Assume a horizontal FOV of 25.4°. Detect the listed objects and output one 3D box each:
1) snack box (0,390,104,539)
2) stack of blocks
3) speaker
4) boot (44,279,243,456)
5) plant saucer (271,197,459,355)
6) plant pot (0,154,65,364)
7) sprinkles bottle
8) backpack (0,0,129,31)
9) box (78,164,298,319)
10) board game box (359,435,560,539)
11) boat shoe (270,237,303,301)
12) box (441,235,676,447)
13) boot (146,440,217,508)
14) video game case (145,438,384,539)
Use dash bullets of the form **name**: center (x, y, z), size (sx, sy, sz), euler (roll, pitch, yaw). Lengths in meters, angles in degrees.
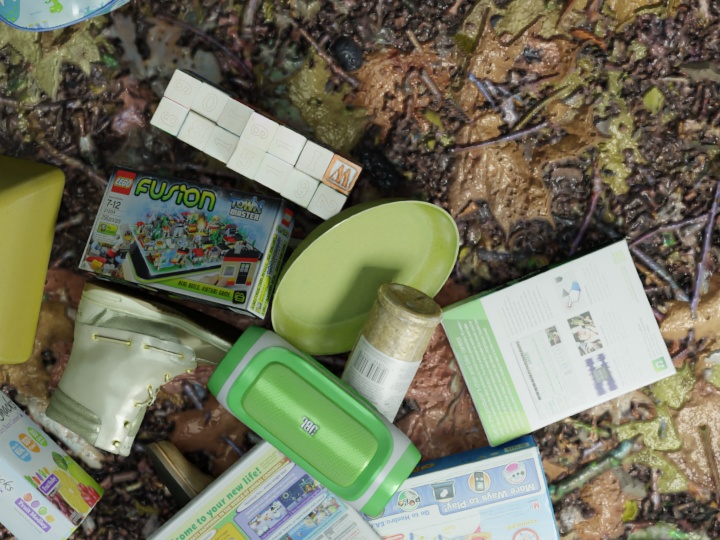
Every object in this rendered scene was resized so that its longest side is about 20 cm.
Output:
- **snack box**: center (-0.346, 0.179, 1.542), size (0.200, 0.142, 0.053), euler (44, 95, -3)
- **stack of blocks**: center (-0.097, -0.120, 1.520), size (0.199, 0.115, 0.059), euler (28, 96, -1)
- **speaker**: center (-0.043, 0.139, 1.481), size (0.199, 0.088, 0.089), euler (37, 96, 3)
- **boot**: center (-0.200, 0.111, 1.568), size (0.199, 0.072, 0.156), euler (20, 95, 5)
- **plant saucer**: center (0.000, 0.000, 1.514), size (0.199, 0.200, 0.031), euler (-37, 55, 4)
- **plant pot**: center (-0.411, -0.016, 1.508), size (0.198, 0.176, 0.202), euler (12, 96, 1)
- **sprinkles bottle**: center (0.012, 0.112, 1.539), size (0.068, 0.068, 0.201), euler (24, 112, -1)
- **backpack**: center (-0.293, -0.328, 1.485), size (0.182, 0.147, 0.201), euler (-17, 103, 4)
- **box**: center (-0.165, -0.029, 1.513), size (0.199, 0.035, 0.111), euler (12, 79, 28)
- **board game box**: center (0.102, 0.286, 1.585), size (0.198, 0.056, 0.197), euler (-14, 96, 3)
- **boat shoe**: center (-0.133, -0.006, 1.556), size (0.199, 0.066, 0.072), euler (5, 98, 2)
- **box**: center (0.193, 0.070, 1.572), size (0.199, 0.036, 0.145), euler (-22, 95, 2)
- **boot**: center (-0.129, 0.232, 1.589), size (0.200, 0.074, 0.075), euler (46, 75, -7)
- **video game case**: center (-0.092, 0.280, 1.543), size (0.200, 0.022, 0.182), euler (-40, 98, 5)
